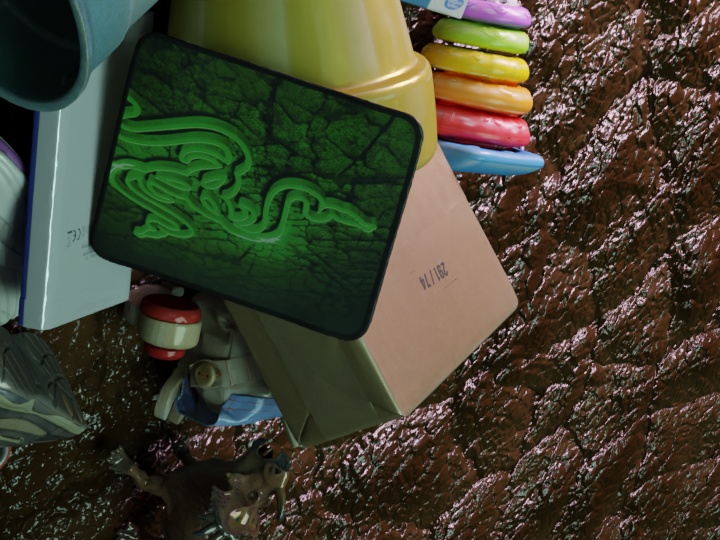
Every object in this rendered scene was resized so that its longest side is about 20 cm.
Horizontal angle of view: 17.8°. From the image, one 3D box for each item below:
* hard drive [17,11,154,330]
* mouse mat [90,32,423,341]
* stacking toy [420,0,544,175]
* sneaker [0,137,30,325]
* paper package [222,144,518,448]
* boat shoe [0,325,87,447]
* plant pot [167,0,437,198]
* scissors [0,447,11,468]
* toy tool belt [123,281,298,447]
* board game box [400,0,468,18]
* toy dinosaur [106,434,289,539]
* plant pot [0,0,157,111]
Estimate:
[{"bbox_3d":[-0.183,-0.071,1.542,0.132,0.025,0.202,-23,121,-68],"label":"hard drive"},{"bbox_3d":[-0.070,-0.053,1.501,0.008,0.198,0.162,-54,161,-69],"label":"mouse mat"},{"bbox_3d":[0.092,-0.178,1.786,0.109,0.115,0.202,1,101,-52],"label":"stacking toy"},{"bbox_3d":[-0.260,-0.032,1.523,0.100,0.075,0.201,-44,140,-16],"label":"sneaker"},{"bbox_3d":[0.000,0.000,1.690,0.200,0.103,0.192,-41,106,-49],"label":"paper package"},{"bbox_3d":[-0.252,0.086,1.604,0.073,0.075,0.200,-27,161,5],"label":"boat shoe"},{"bbox_3d":[-0.052,-0.165,1.571,0.200,0.200,0.191,-19,112,-37],"label":"plant pot"},{"bbox_3d":[-0.297,0.091,1.617,0.073,0.014,0.201,-37,138,-21],"label":"scissors"},{"bbox_3d":[-0.093,0.081,1.738,0.199,0.124,0.124,-1,108,-45],"label":"toy tool belt"},{"bbox_3d":[0.052,-0.298,1.688,0.150,0.047,0.201,8,110,-49],"label":"board game box"},{"bbox_3d":[-0.120,0.200,1.768,0.086,0.135,0.201,-32,146,-31],"label":"toy dinosaur"},{"bbox_3d":[-0.169,-0.233,1.402,0.196,0.199,0.201,-41,139,-30],"label":"plant pot"}]
